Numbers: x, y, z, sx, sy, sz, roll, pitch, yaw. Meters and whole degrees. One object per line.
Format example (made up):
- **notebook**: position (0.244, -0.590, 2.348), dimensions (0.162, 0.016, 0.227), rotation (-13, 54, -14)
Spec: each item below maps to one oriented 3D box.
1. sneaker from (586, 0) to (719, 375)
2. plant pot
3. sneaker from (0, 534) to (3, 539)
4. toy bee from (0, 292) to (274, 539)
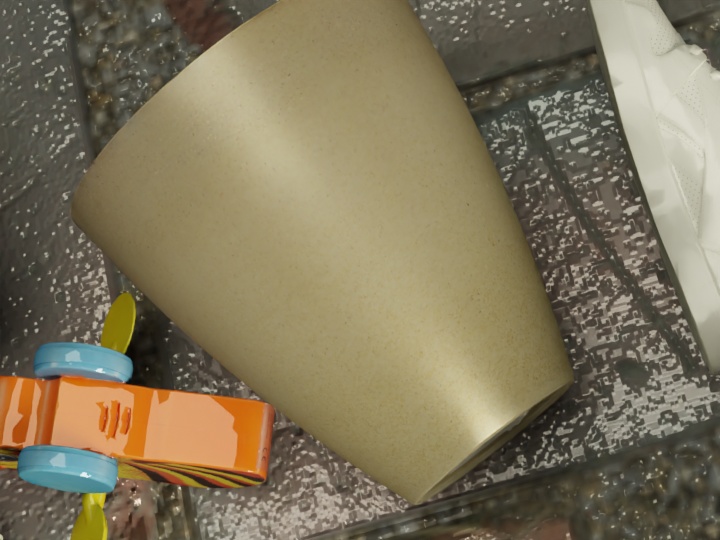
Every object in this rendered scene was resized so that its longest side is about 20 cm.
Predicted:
- **sneaker**: position (0.181, -0.064, 0.983), dimensions (0.115, 0.074, 0.201), rotation (-20, 77, 6)
- **plant pot**: position (0.000, 0.000, 0.964), dimensions (0.187, 0.187, 0.200), rotation (-37, 80, 1)
- **sneaker**: position (-0.199, 0.144, 1.016), dimensions (0.199, 0.067, 0.090), rotation (14, 81, 23)
- **toy bee**: position (-0.143, 0.068, 1.022), dimensions (0.199, 0.109, 0.131), rotation (30, 72, -2)
